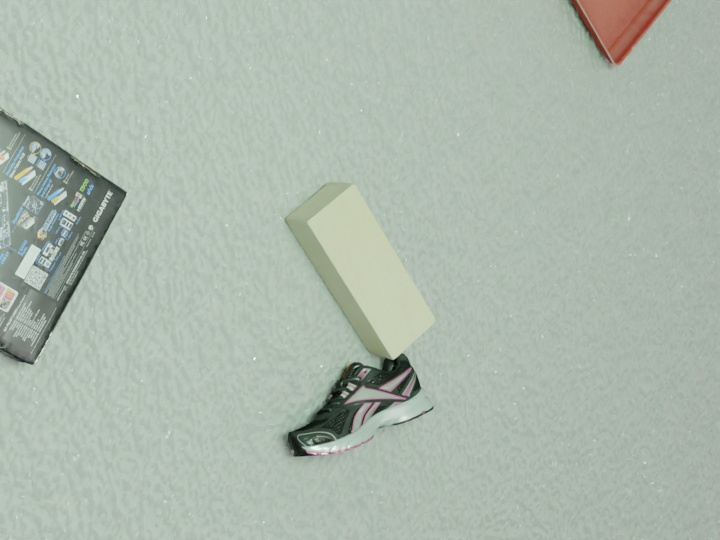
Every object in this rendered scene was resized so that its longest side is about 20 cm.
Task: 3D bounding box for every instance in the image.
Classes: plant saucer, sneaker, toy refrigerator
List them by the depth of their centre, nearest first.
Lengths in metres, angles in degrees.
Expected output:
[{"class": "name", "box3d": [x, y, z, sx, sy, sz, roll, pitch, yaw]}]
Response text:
[{"class": "toy refrigerator", "box3d": [0.000, 0.000, 1.313, 0.076, 0.070, 0.201, -40, 112, -19]}, {"class": "sneaker", "box3d": [-0.010, 0.155, 1.316, 0.199, 0.080, 0.087, -20, 91, -41]}, {"class": "plant saucer", "box3d": [0.349, -0.421, 1.559, 0.200, 0.037, 0.201, -49, 117, -23]}]

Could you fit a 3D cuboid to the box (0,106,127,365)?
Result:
[{"class": "box", "box3d": [-0.355, -0.043, 1.076, 0.198, 0.049, 0.202, 34, 73, -30]}]
